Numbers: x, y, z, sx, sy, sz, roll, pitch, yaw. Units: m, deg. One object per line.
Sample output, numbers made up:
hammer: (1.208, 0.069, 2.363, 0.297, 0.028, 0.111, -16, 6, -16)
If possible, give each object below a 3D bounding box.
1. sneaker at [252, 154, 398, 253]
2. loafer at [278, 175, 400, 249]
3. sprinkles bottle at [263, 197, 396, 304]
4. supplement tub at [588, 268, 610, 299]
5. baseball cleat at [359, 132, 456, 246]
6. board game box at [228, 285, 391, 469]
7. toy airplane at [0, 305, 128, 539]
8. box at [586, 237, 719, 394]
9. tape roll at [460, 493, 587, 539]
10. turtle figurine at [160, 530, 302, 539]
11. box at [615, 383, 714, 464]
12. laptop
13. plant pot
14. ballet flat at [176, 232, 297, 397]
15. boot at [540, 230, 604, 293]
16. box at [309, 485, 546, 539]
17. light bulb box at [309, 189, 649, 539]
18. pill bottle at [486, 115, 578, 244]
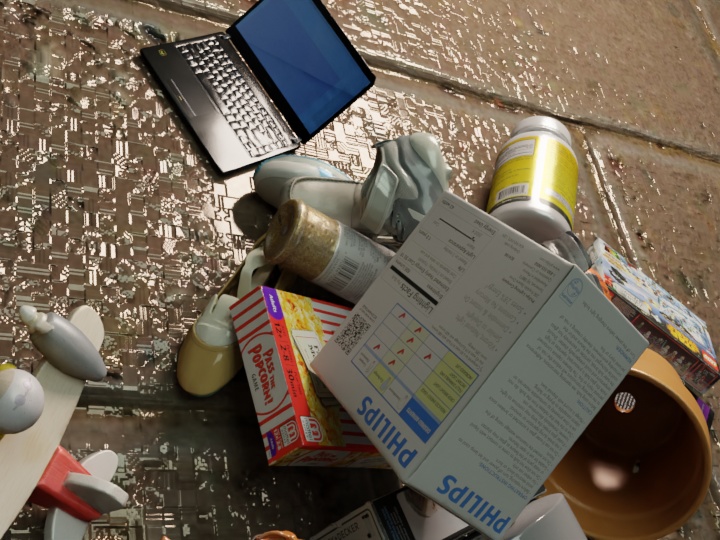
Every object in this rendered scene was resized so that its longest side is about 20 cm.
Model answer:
sneaker: (-0.033, -0.052, 1.014, 0.197, 0.077, 0.082, 30, 53, -9)
loafer: (0.013, -0.062, 0.963, 0.196, 0.070, 0.072, 9, 72, -22)
sprinkles bottle: (0.000, 0.000, 0.929, 0.198, 0.068, 0.069, 28, 47, -28)
supplement tub: (0.192, 0.058, 1.058, 0.197, 0.123, 0.124, -16, 69, -41)
baseball cleat: (0.054, -0.030, 0.911, 0.104, 0.070, 0.205, -12, 82, -14)
board game box: (-0.026, 0.107, 0.882, 0.198, 0.046, 0.154, 17, 49, -52)
toy airplane: (-0.257, 0.126, 0.687, 0.196, 0.141, 0.203, -9, 65, -39)
box: (0.377, 0.057, 1.218, 0.198, 0.040, 0.138, 37, 27, -8)
tape roll: (0.104, 0.269, 0.794, 0.198, 0.200, 0.067, -21, 75, -42)
turtle figurine: (-0.078, 0.238, 0.719, 0.196, 0.161, 0.066, 18, 50, -22)
box: (0.347, 0.164, 1.153, 0.200, 0.036, 0.143, 43, 44, -3)
laptop: (-0.114, -0.232, 1.061, 0.198, 0.103, 0.179, -26, 75, -43)
plant pot: (0.278, 0.169, 1.008, 0.200, 0.200, 0.140, 46, 28, 3)
ballet flat: (-0.120, 0.032, 0.897, 0.067, 0.064, 0.201, 16, 43, 12)
boot: (0.190, 0.065, 0.920, 0.128, 0.070, 0.205, -11, 80, -8)
box: (0.064, 0.226, 0.859, 0.197, 0.117, 0.061, -12, 69, -41)
light bulb box: (0.090, 0.071, 0.772, 0.124, 0.201, 0.198, 38, 1, -33)
pill bottle: (0.223, -0.103, 1.198, 0.111, 0.113, 0.203, 29, 48, -13)
